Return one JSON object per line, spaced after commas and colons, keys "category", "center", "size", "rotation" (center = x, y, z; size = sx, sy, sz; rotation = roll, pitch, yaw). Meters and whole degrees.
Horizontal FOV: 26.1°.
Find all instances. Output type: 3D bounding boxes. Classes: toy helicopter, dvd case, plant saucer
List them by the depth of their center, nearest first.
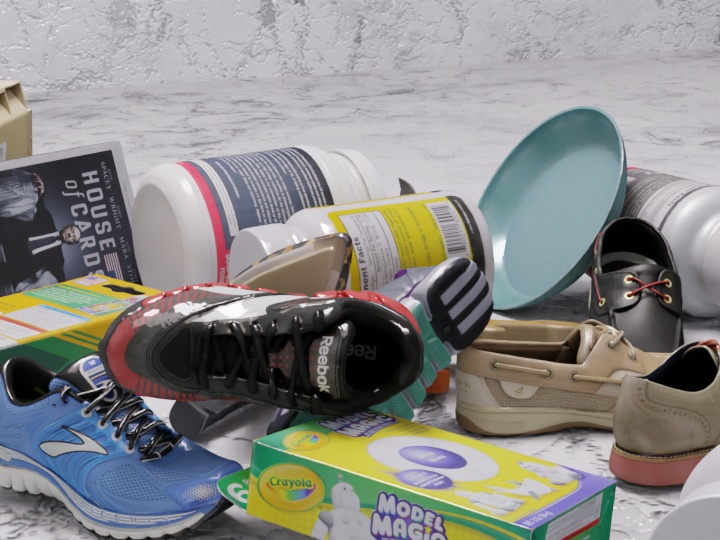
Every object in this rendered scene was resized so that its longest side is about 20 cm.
{"category": "toy helicopter", "center": [0.084, 0.049, 1.200], "size": [0.198, 0.080, 0.132], "rotation": [3, 1, -27]}
{"category": "dvd case", "center": [-0.269, -0.024, 1.334], "size": [0.025, 0.152, 0.199], "rotation": [-11, 4, 44]}
{"category": "plant saucer", "center": [0.170, -0.049, 1.372], "size": [0.036, 0.201, 0.200], "rotation": [30, -2, -27]}

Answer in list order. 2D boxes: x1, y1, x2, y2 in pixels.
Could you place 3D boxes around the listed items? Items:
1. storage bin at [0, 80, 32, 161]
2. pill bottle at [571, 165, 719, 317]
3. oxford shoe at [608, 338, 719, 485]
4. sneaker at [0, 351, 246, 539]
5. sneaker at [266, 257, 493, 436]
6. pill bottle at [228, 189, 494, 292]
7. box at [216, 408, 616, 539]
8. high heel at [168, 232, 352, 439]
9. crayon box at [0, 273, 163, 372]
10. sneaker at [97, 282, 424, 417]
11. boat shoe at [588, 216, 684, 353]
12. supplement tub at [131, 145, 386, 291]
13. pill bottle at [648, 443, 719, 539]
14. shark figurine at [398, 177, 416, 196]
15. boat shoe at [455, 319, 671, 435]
{"category": "storage bin", "center": [-0.370, -0.062, 1.405], "size": [0.093, 0.200, 0.200], "rotation": [3, 14, 5]}
{"category": "pill bottle", "center": [0.276, -0.023, 1.332], "size": [0.110, 0.112, 0.200], "rotation": [-9, 16, -26]}
{"category": "oxford shoe", "center": [0.239, 0.079, 0.998], "size": [0.199, 0.075, 0.070], "rotation": [-14, 17, -41]}
{"category": "sneaker", "center": [-0.154, 0.100, 0.935], "size": [0.199, 0.090, 0.078], "rotation": [13, 20, 29]}
{"category": "sneaker", "center": [0.001, 0.066, 1.037], "size": [0.200, 0.075, 0.087], "rotation": [-39, 23, -29]}
{"category": "pill bottle", "center": [0.000, 0.000, 1.274], "size": [0.198, 0.115, 0.114], "rotation": [-9, 15, -27]}
{"category": "box", "center": [0.028, 0.122, 0.861], "size": [0.199, 0.049, 0.117], "rotation": [11, 11, 30]}
{"category": "high heel", "center": [-0.044, 0.026, 1.072], "size": [0.071, 0.200, 0.142], "rotation": [46, 31, 7]}
{"category": "crayon box", "center": [-0.251, 0.055, 1.217], "size": [0.199, 0.052, 0.125], "rotation": [-16, 20, -43]}
{"category": "sneaker", "center": [-0.051, 0.046, 0.908], "size": [0.199, 0.072, 0.098], "rotation": [1, 5, -15]}
{"category": "boat shoe", "center": [0.212, 0.025, 1.199], "size": [0.073, 0.064, 0.202], "rotation": [6, 29, 1]}
{"category": "supplement tub", "center": [-0.088, -0.034, 1.366], "size": [0.199, 0.142, 0.140], "rotation": [-10, 16, -29]}
{"category": "pill bottle", "center": [0.221, 0.121, 0.749], "size": [0.115, 0.117, 0.199], "rotation": [9, 17, 36]}
{"category": "shark figurine", "center": [0.018, -0.046, 1.521], "size": [0.213, 0.090, 0.128], "rotation": [6, 14, 23]}
{"category": "boat shoe", "center": [0.163, 0.070, 1.068], "size": [0.198, 0.065, 0.071], "rotation": [-5, 14, -10]}
